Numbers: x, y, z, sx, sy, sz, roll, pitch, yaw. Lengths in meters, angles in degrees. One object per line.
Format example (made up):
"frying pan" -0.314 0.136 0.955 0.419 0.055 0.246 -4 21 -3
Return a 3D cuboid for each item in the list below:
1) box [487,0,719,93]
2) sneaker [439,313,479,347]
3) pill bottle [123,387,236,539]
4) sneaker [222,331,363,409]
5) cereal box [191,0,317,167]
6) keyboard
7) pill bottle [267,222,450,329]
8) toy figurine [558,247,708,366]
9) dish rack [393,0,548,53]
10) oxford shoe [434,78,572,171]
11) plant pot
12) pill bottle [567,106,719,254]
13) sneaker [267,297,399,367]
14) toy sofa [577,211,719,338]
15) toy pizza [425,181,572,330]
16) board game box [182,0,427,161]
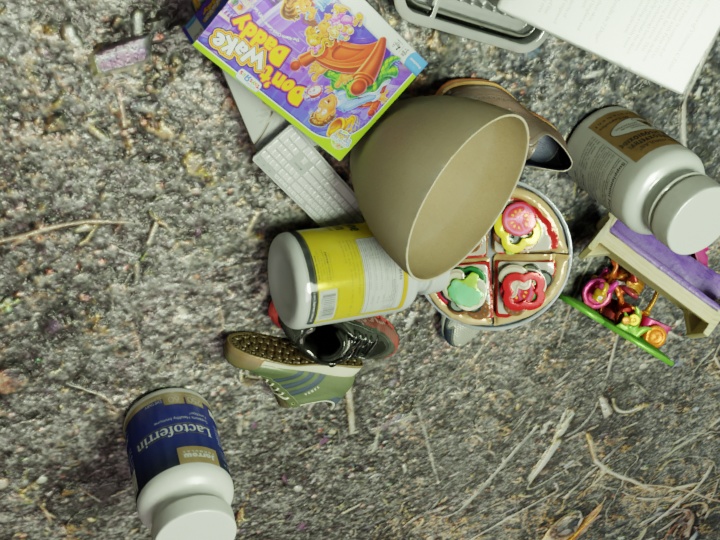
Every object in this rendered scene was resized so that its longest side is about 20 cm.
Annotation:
"box" 0.244 -0.283 0.775 0.199 0.106 0.153 23 112 -8
"sneaker" 0.182 0.033 1.092 0.077 0.085 0.200 17 117 -41
"pill bottle" -0.219 0.248 0.995 0.115 0.200 0.116 -13 128 -16
"sneaker" -0.094 0.141 1.060 0.200 0.067 0.090 12 113 -34
"cereal box" -0.070 -0.217 0.828 0.144 0.040 0.200 -26 130 -5
"keyboard" -0.049 -0.092 0.919 0.056 0.011 0.200 -35 145 8
"pill bottle" 0.000 0.000 0.959 0.199 0.112 0.112 -8 127 -25
"toy figurine" 0.412 0.009 1.184 0.200 0.150 0.184 29 96 -12
"dish rack" 0.134 -0.326 0.840 0.199 0.044 0.172 7 120 -28
"oxford shoe" 0.172 -0.167 0.953 0.199 0.073 0.071 13 118 -31
"plant pot" 0.067 -0.108 0.879 0.200 0.134 0.201 -40 152 -26
"pill bottle" 0.347 -0.109 0.992 0.114 0.200 0.115 -13 128 -17
"sneaker" -0.022 0.085 1.034 0.200 0.098 0.071 23 110 -37
"toy sofa" 0.401 -0.006 1.093 0.098 0.200 0.083 -51 171 -2
"toy pizza" 0.165 -0.016 1.024 0.199 0.032 0.201 2 107 6
"board game box" -0.048 -0.214 0.784 0.135 0.045 0.200 -47 130 12
